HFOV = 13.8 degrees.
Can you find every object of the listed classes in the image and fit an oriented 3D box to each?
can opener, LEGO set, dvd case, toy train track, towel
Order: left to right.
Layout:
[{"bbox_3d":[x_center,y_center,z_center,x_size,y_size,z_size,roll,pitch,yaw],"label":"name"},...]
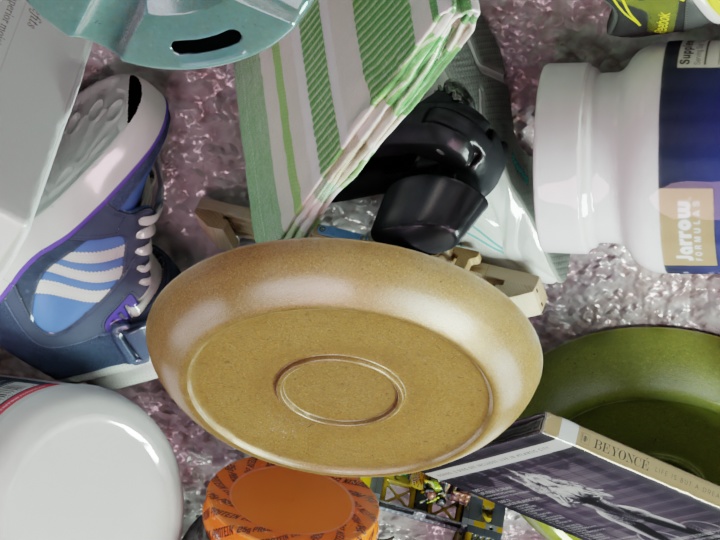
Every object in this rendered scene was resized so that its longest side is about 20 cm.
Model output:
[{"bbox_3d":[-0.005,-0.110,1.425,0.023,0.153,0.200,13,136,-25],"label":"towel"},{"bbox_3d":[0.000,0.000,1.562,0.199,0.033,0.115,14,154,23],"label":"toy train track"},{"bbox_3d":[0.003,-0.056,1.462,0.063,0.079,0.200,52,158,-25],"label":"can opener"},{"bbox_3d":[0.012,0.208,1.739,0.153,0.116,0.200,21,133,-8],"label":"LEGO set"},{"bbox_3d":[0.145,0.127,1.609,0.199,0.016,0.149,23,160,-21],"label":"dvd case"}]

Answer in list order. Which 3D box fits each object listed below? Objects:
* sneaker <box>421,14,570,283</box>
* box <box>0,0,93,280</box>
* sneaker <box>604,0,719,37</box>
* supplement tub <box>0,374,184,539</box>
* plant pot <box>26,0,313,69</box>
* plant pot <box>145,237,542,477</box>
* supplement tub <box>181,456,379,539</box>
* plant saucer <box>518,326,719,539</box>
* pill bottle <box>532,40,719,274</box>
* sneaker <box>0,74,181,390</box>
[{"bbox_3d":[0.043,-0.063,1.512,0.080,0.071,0.201,-7,132,21],"label":"sneaker"},{"bbox_3d":[-0.235,-0.056,1.483,0.130,0.200,0.200,26,132,-13],"label":"box"},{"bbox_3d":[0.108,-0.176,1.387,0.084,0.075,0.200,-22,125,29],"label":"sneaker"},{"bbox_3d":[-0.204,0.128,1.647,0.199,0.141,0.140,3,143,52],"label":"supplement tub"},{"bbox_3d":[-0.072,-0.206,1.312,0.199,0.197,0.201,5,133,6],"label":"plant pot"},{"bbox_3d":[-0.009,0.051,1.469,0.199,0.028,0.200,4,147,3],"label":"plant pot"},{"bbox_3d":[-0.048,0.211,1.650,0.122,0.123,0.201,10,117,2],"label":"supplement tub"},{"bbox_3d":[0.169,0.114,1.681,0.199,0.031,0.201,6,134,6],"label":"plant saucer"},{"bbox_3d":[0.188,-0.055,1.458,0.199,0.116,0.116,0,133,11],"label":"pill bottle"},{"bbox_3d":[-0.119,-0.011,1.595,0.146,0.081,0.200,27,129,-26],"label":"sneaker"}]
